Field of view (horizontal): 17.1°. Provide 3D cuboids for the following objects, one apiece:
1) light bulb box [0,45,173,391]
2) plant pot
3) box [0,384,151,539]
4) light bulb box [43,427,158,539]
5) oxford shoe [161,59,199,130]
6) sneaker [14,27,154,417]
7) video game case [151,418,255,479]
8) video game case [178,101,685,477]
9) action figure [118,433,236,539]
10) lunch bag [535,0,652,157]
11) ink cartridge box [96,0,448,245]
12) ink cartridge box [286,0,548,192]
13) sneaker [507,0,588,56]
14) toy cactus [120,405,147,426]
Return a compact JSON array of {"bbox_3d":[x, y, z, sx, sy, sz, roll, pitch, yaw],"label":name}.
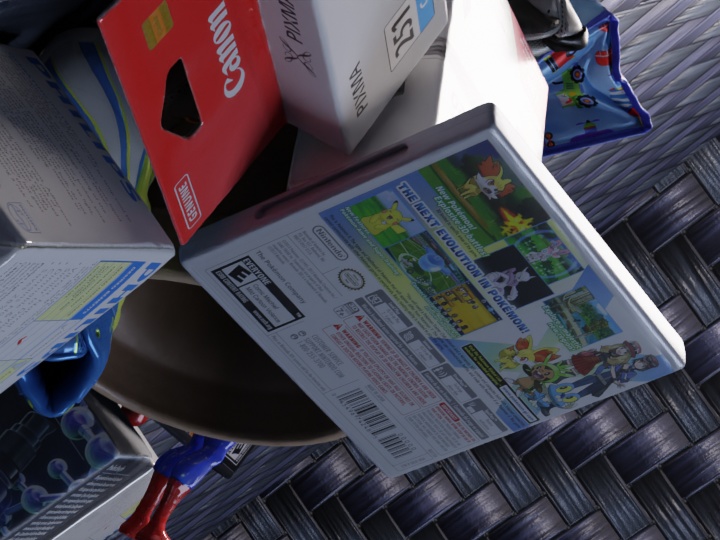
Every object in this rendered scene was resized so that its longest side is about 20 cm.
[{"bbox_3d":[-0.217,0.001,1.052,0.198,0.125,0.200,-37,172,10],"label":"light bulb box"},{"bbox_3d":[-0.066,-0.020,1.362,0.200,0.200,0.175,132,-24,-57],"label":"plant pot"},{"bbox_3d":[-0.254,0.109,1.445,0.200,0.149,0.107,-36,173,1],"label":"box"},{"bbox_3d":[-0.265,0.171,1.900,0.198,0.125,0.200,-35,173,-6],"label":"light bulb box"},{"bbox_3d":[-0.084,-0.099,1.253,0.200,0.073,0.071,-41,170,39],"label":"oxford shoe"},{"bbox_3d":[-0.137,-0.014,1.181,0.076,0.105,0.200,3,122,-8],"label":"sneaker"},{"bbox_3d":[-0.062,0.022,1.526,0.200,0.025,0.181,-54,154,-8],"label":"video game case"},{"bbox_3d":[0.039,0.016,1.213,0.182,0.200,0.022,-23,-140,24],"label":"video game case"},{"bbox_3d":[-0.075,0.081,1.453,0.200,0.052,0.065,-63,-166,-8],"label":"action figure"},{"bbox_3d":[0.067,-0.115,1.589,0.200,0.094,0.151,-24,-154,-4],"label":"lunch bag"},{"bbox_3d":[-0.031,-0.114,1.096,0.176,0.045,0.200,-53,158,-19],"label":"ink cartridge box"},{"bbox_3d":[0.035,-0.071,1.282,0.085,0.146,0.200,-10,-135,22],"label":"ink cartridge box"},{"bbox_3d":[0.116,-0.188,1.395,0.200,0.116,0.075,-34,172,-1],"label":"sneaker"},{"bbox_3d":[-0.074,0.019,1.605,0.200,0.102,0.165,-32,162,-37],"label":"toy cactus"}]
